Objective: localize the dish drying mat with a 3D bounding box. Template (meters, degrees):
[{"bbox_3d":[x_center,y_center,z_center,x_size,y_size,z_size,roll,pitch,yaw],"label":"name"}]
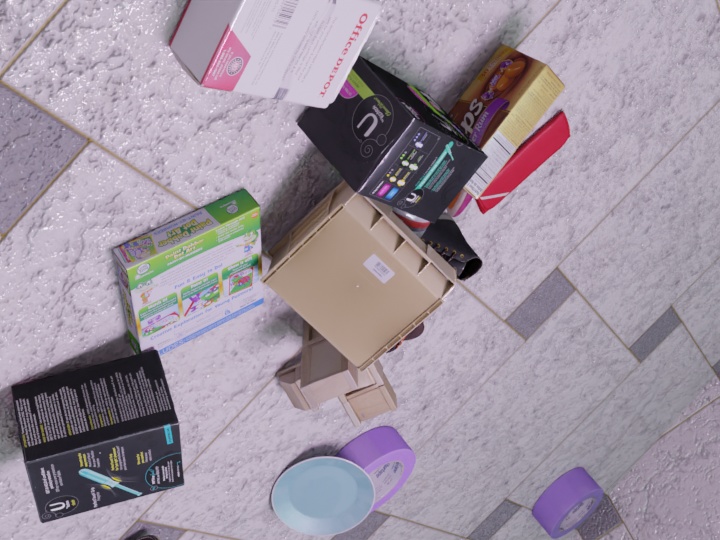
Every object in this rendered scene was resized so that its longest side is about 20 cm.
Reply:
[{"bbox_3d":[0.268,-0.175,1.833,0.199,0.018,0.077,-41,148,-2],"label":"dish drying mat"}]

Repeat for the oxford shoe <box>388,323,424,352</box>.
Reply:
[{"bbox_3d":[0.049,0.111,1.880,0.198,0.073,0.072,0,130,-48],"label":"oxford shoe"}]

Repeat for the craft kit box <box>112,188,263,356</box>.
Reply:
[{"bbox_3d":[-0.223,0.010,1.482,0.198,0.049,0.199,-27,148,-24],"label":"craft kit box"}]

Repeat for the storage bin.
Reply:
[{"bbox_3d":[0.000,0.000,1.523,0.198,0.200,0.094,-41,-165,24],"label":"storage bin"}]

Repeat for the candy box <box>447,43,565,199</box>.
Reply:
[{"bbox_3d":[0.183,-0.212,1.570,0.056,0.117,0.201,37,93,-37],"label":"candy box"}]

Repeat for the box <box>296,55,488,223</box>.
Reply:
[{"bbox_3d":[0.045,-0.171,1.460,0.125,0.149,0.199,-50,148,17],"label":"box"}]

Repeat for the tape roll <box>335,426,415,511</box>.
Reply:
[{"bbox_3d":[0.014,0.404,2.205,0.198,0.066,0.202,-29,147,-21],"label":"tape roll"}]

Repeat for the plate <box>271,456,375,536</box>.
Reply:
[{"bbox_3d":[-0.070,0.420,2.095,0.196,0.026,0.203,-3,122,-4],"label":"plate"}]

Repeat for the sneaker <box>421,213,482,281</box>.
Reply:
[{"bbox_3d":[0.105,-0.032,1.736,0.198,0.106,0.076,-11,138,-41],"label":"sneaker"}]

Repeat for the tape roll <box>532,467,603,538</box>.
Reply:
[{"bbox_3d":[0.586,0.657,3.140,0.198,0.085,0.202,-30,147,-21],"label":"tape roll"}]

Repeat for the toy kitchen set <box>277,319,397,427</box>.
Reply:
[{"bbox_3d":[-0.052,0.201,1.731,0.161,0.181,0.202,-22,119,12],"label":"toy kitchen set"}]

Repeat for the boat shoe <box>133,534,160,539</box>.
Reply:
[{"bbox_3d":[-0.415,0.504,1.834,0.199,0.073,0.065,-35,154,-12],"label":"boat shoe"}]

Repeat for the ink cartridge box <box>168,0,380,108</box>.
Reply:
[{"bbox_3d":[-0.093,-0.273,1.244,0.198,0.083,0.148,1,128,-48],"label":"ink cartridge box"}]

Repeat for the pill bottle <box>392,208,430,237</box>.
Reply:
[{"bbox_3d":[0.015,-0.036,1.621,0.115,0.116,0.202,0,129,-48],"label":"pill bottle"}]

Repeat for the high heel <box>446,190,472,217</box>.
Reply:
[{"bbox_3d":[0.193,-0.173,1.706,0.095,0.067,0.203,-3,119,-32],"label":"high heel"}]

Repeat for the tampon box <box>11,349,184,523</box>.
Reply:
[{"bbox_3d":[-0.347,0.220,1.478,0.197,0.127,0.151,-12,140,-17],"label":"tampon box"}]
